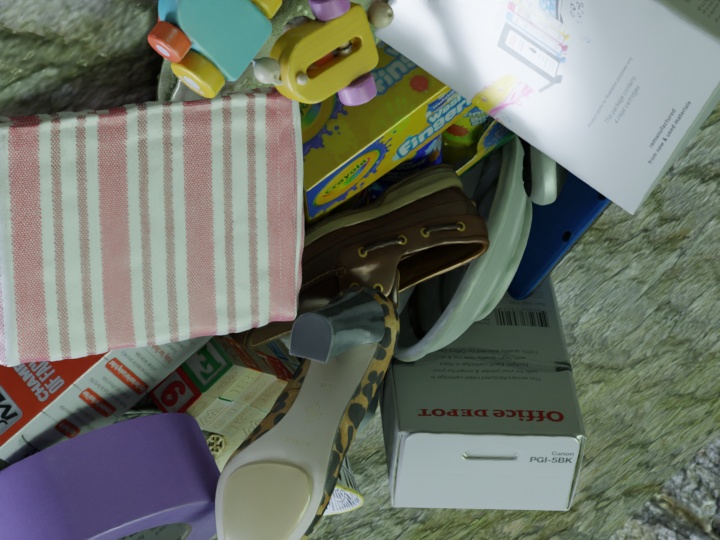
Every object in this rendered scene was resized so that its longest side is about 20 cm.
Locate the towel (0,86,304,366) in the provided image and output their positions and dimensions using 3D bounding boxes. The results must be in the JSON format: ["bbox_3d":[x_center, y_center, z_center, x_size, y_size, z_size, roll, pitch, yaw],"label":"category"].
[{"bbox_3d":[-0.125,-0.028,1.340,0.199,0.030,0.147,-9,109,-27],"label":"towel"}]

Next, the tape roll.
[{"bbox_3d":[-0.183,0.166,1.484,0.199,0.066,0.200,-25,166,-7],"label":"tape roll"}]

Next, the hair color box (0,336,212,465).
[{"bbox_3d":[-0.156,0.038,1.441,0.200,0.064,0.111,-42,163,-3],"label":"hair color box"}]

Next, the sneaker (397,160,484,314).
[{"bbox_3d":[0.028,-0.048,1.686,0.071,0.073,0.201,26,92,-29],"label":"sneaker"}]

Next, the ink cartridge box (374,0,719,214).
[{"bbox_3d":[0.142,-0.170,1.411,0.147,0.200,0.145,-48,170,-46],"label":"ink cartridge box"}]

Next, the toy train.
[{"bbox_3d":[-0.042,-0.169,1.295,0.199,0.056,0.151,-5,106,-37],"label":"toy train"}]

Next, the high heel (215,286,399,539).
[{"bbox_3d":[-0.028,0.110,1.476,0.142,0.071,0.201,-18,129,-69],"label":"high heel"}]

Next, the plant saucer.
[{"bbox_3d":[0.083,-0.020,1.726,0.200,0.050,0.201,-159,-90,-76],"label":"plant saucer"}]

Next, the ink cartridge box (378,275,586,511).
[{"bbox_3d":[0.088,0.092,1.812,0.146,0.201,0.083,2,128,-6],"label":"ink cartridge box"}]

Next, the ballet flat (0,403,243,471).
[{"bbox_3d":[-0.171,0.126,1.612,0.199,0.067,0.057,0,173,-25],"label":"ballet flat"}]

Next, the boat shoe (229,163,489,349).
[{"bbox_3d":[0.000,0.000,1.541,0.199,0.068,0.072,-29,159,-23],"label":"boat shoe"}]

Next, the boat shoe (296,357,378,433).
[{"bbox_3d":[-0.022,0.033,1.788,0.073,0.068,0.200,-26,132,-26],"label":"boat shoe"}]

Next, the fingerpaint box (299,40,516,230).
[{"bbox_3d":[0.024,-0.100,1.576,0.200,0.073,0.167,-37,161,-13],"label":"fingerpaint box"}]

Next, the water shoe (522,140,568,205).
[{"bbox_3d":[0.163,-0.129,1.640,0.072,0.078,0.201,92,10,-53],"label":"water shoe"}]

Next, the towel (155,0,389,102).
[{"bbox_3d":[-0.043,-0.151,1.396,0.200,0.037,0.149,-33,160,-24],"label":"towel"}]

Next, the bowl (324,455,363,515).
[{"bbox_3d":[-0.095,0.128,1.768,0.199,0.095,0.201,2,165,0],"label":"bowl"}]

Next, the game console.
[{"bbox_3d":[0.188,-0.085,1.862,0.200,0.118,0.170,-49,159,24],"label":"game console"}]

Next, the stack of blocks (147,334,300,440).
[{"bbox_3d":[-0.108,0.053,1.594,0.059,0.115,0.200,-43,162,6],"label":"stack of blocks"}]
